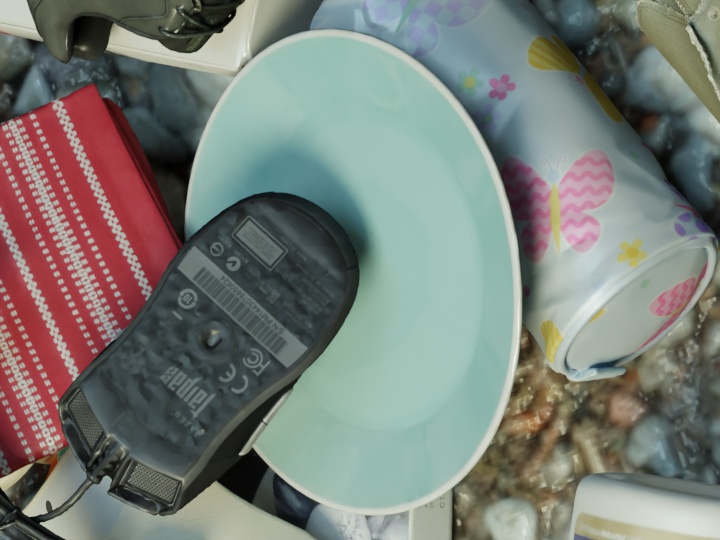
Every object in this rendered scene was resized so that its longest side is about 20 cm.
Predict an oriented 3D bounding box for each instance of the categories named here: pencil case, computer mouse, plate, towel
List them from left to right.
[{"bbox_3d":[-0.166,0.019,1.214,0.199,0.023,0.145,-25,72,-11],"label":"towel"},{"bbox_3d":[-0.100,0.039,1.172,0.140,0.046,0.201,36,85,12],"label":"computer mouse"},{"bbox_3d":[0.000,0.000,1.177,0.199,0.025,0.202,11,105,44],"label":"plate"},{"bbox_3d":[0.061,-0.050,1.181,0.091,0.083,0.200,-45,65,15],"label":"pencil case"}]

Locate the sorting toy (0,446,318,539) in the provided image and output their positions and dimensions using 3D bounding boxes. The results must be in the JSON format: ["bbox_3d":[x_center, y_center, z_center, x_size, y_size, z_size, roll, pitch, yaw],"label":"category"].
[{"bbox_3d":[-0.115,0.146,1.219,0.200,0.107,0.181,-42,63,27],"label":"sorting toy"}]

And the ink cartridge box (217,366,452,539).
[{"bbox_3d":[-0.051,0.097,1.264,0.199,0.043,0.200,-2,85,33],"label":"ink cartridge box"}]

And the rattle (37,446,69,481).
[{"bbox_3d":[-0.167,0.028,1.269,0.130,0.142,0.202,-9,73,43],"label":"rattle"}]

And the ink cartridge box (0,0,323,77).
[{"bbox_3d":[-0.095,-0.169,1.289,0.199,0.083,0.148,14,93,32],"label":"ink cartridge box"}]

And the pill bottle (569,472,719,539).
[{"bbox_3d":[0.125,0.185,1.105,0.110,0.111,0.202,8,91,32],"label":"pill bottle"}]

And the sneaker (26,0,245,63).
[{"bbox_3d":[-0.062,-0.141,1.184,0.199,0.076,0.091,-14,88,37],"label":"sneaker"}]

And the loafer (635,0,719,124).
[{"bbox_3d":[0.155,-0.097,1.142,0.069,0.075,0.201,-28,67,39],"label":"loafer"}]
